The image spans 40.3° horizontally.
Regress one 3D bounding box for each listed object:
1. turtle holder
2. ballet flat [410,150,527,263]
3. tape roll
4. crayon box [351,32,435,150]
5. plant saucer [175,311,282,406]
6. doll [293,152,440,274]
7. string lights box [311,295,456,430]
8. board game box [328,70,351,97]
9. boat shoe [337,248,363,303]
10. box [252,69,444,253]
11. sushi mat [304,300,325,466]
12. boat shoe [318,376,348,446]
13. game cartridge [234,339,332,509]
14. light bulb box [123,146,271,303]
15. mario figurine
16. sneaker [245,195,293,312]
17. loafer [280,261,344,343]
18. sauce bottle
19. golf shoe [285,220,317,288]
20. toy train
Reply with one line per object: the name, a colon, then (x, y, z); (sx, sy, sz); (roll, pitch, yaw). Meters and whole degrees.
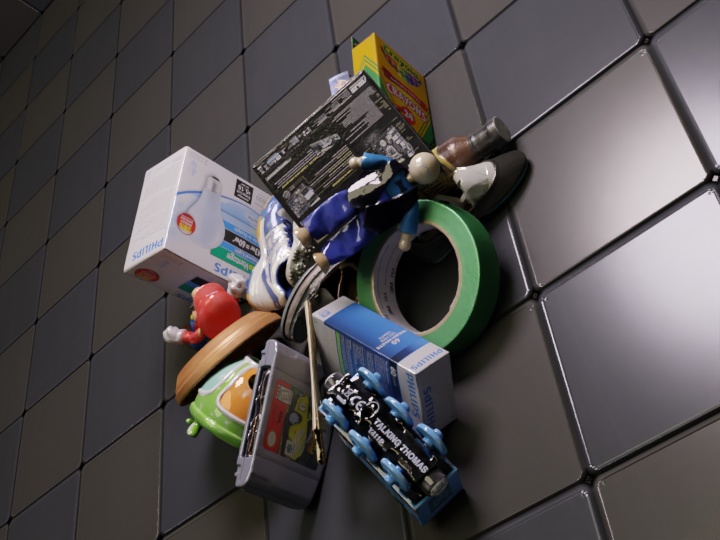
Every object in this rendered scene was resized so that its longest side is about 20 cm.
turtle holder: (-0.163, 0.198, 1.425); (0.140, 0.185, 0.133); (28, 88, 20)
ballet flat: (0.137, -0.091, 1.307); (0.200, 0.068, 0.068); (-48, 37, 15)
tape roll: (0.084, 0.012, 1.262); (0.199, 0.048, 0.203); (-7, 79, 41)
crayon box: (0.047, -0.270, 1.488); (0.051, 0.127, 0.201); (-32, 45, 29)
plant saucer: (-0.204, 0.126, 1.478); (0.200, 0.200, 0.038); (-43, 84, 21)
doll: (0.018, -0.079, 1.243); (0.199, 0.137, 0.048); (-37, 2, 9)
string lights box: (0.027, 0.119, 1.230); (0.059, 0.104, 0.199); (-29, 36, -30)
board game box: (0.002, -0.185, 1.475); (0.034, 0.136, 0.201); (-19, 47, 11)
boat shoe: (0.006, 0.000, 1.373); (0.074, 0.075, 0.204); (-4, 70, 26)
box: (-0.014, -0.137, 1.317); (0.200, 0.086, 0.164); (-41, 83, 6)
sushi mat: (-0.059, 0.145, 1.271); (0.012, 0.096, 0.201); (-5, 50, -2)
boat shoe: (0.003, 0.201, 1.270); (0.076, 0.060, 0.200); (-58, 36, 2)
game cartridge: (-0.095, 0.209, 1.318); (0.041, 0.133, 0.202); (-10, 59, 37)
light bulb box: (-0.270, -0.063, 1.662); (0.124, 0.197, 0.202); (-23, 50, 41)
mario figurine: (-0.249, 0.062, 1.573); (0.200, 0.105, 0.125); (139, 146, -67)
sneaker: (-0.120, -0.030, 1.579); (0.088, 0.075, 0.202); (-6, 69, 38)
loafer: (-0.046, 0.023, 1.448); (0.063, 0.072, 0.201); (27, 83, 41)
sauce bottle: (0.119, -0.145, 1.369); (0.199, 0.064, 0.065); (-35, 43, 32)
golf shoe: (-0.074, -0.056, 1.534); (0.097, 0.078, 0.201); (-5, 53, 50)
toy train: (0.031, 0.200, 1.148); (0.087, 0.115, 0.200); (-39, 55, -16)
